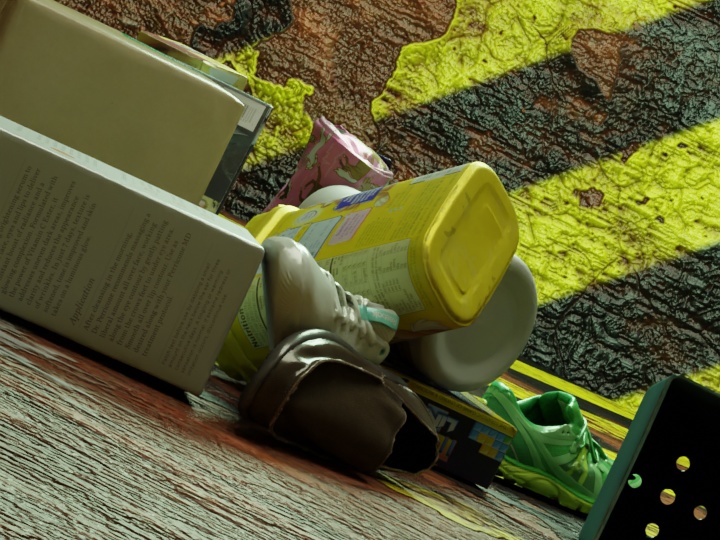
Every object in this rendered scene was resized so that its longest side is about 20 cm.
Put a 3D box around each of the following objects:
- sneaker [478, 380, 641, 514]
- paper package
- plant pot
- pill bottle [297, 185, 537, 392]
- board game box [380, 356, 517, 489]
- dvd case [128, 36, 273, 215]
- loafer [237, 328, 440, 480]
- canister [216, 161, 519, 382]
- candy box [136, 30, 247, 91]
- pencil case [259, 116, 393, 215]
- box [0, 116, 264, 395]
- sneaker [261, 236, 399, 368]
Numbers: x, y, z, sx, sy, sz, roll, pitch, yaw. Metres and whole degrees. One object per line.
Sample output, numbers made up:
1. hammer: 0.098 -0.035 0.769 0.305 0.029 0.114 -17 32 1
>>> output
1. sneaker: 0.168 0.145 1.956 0.200 0.084 0.074 24 3 -36
2. paper package: -0.220 -0.092 1.804 0.200 0.191 0.103 26 3 -25
3. plant pot: 0.238 0.167 1.739 0.141 0.141 0.200 26 -4 -3
4. pill bottle: 0.032 0.007 1.863 0.114 0.115 0.200 23 5 -44
5. board game box: 0.012 0.091 1.872 0.165 0.057 0.200 27 3 -18
6. dvd case: -0.179 -0.083 2.006 0.146 0.200 0.022 25 -19 1
7. loafer: -0.003 0.091 1.562 0.071 0.073 0.200 39 12 31
8. canister: 0.000 0.000 1.725 0.200 0.149 0.087 -14 -63 34
9. candy box: -0.183 -0.099 2.118 0.056 0.200 0.117 16 8 -37
10. pencil case: -0.057 -0.026 1.996 0.083 0.200 0.087 38 7 19
11. box: -0.178 -0.014 1.578 0.200 0.106 0.152 24 3 -8
12. sneaker: -0.019 0.033 1.604 0.088 0.075 0.200 -7 -27 0
